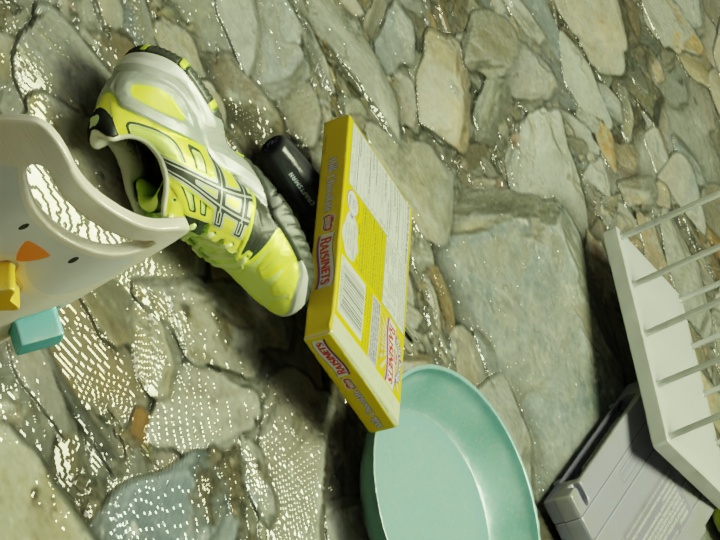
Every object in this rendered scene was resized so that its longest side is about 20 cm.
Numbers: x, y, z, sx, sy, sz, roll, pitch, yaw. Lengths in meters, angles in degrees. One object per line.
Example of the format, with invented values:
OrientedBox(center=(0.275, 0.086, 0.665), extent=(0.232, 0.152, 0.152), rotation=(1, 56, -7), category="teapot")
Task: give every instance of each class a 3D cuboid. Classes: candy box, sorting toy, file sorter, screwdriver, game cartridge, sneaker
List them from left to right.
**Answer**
OrientedBox(center=(-0.192, -0.021, 1.374), extent=(0.200, 0.179, 0.108), rotation=(36, 45, -41), category="sorting toy")
OrientedBox(center=(-0.105, -0.043, 1.638), extent=(0.200, 0.075, 0.077), rotation=(53, 56, -21), category="sneaker")
OrientedBox(center=(-0.013, -0.014, 1.796), extent=(0.029, 0.028, 0.201), rotation=(-46, 123, -23), category="screwdriver")
OrientedBox(center=(0.000, 0.000, 1.746), extent=(0.201, 0.026, 0.102), rotation=(-85, 153, -43), category="candy box")
OrientedBox(center=(0.210, 0.184, 2.011), extent=(0.200, 0.038, 0.130), rotation=(-45, 115, -56), category="game cartridge")
OrientedBox(center=(0.292, 0.058, 2.071), extent=(0.139, 0.124, 0.201), rotation=(40, 33, -50), category="file sorter")

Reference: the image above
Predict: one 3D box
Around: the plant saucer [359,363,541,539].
OrientedBox(center=(0.056, 0.165, 1.783), extent=(0.200, 0.036, 0.201), rotation=(31, 50, -45), category="plant saucer")

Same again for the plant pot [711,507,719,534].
OrientedBox(center=(0.413, 0.208, 2.165), extent=(0.201, 0.181, 0.199), rotation=(62, 34, -14), category="plant pot")
